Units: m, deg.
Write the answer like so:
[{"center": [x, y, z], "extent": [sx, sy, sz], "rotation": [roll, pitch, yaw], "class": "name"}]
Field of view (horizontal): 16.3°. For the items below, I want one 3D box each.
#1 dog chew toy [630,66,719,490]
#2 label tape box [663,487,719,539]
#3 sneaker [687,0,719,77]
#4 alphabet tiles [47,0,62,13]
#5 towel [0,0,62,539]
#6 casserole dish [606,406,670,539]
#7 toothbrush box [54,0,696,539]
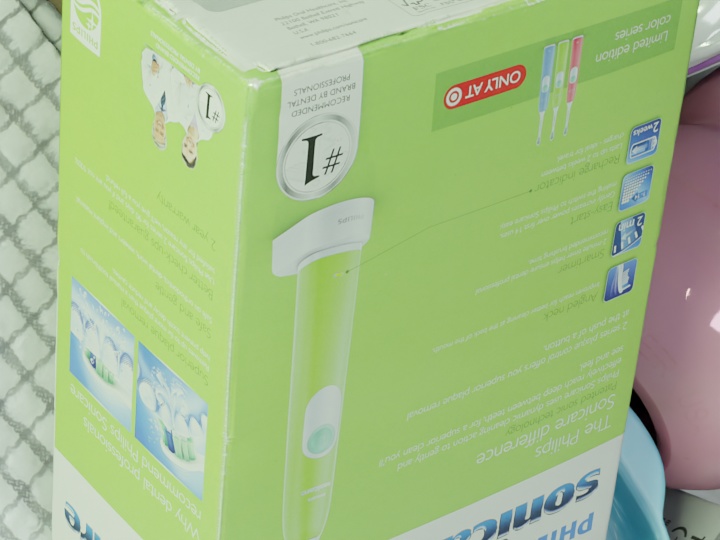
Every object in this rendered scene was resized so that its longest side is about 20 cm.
[{"center": [0.144, -0.017, 0.860], "extent": [0.200, 0.124, 0.125], "rotation": [-41, 112, -25], "class": "dog chew toy"}, {"center": [0.155, 0.146, 0.837], "extent": [0.143, 0.200, 0.066], "rotation": [42, 81, -23], "class": "label tape box"}, {"center": [0.142, -0.153, 0.873], "extent": [0.100, 0.075, 0.200], "rotation": [41, 74, -11], "class": "sneaker"}, {"center": [-0.059, -0.039, 0.820], "extent": [0.200, 0.006, 0.166], "rotation": [-46, 113, -12], "class": "alphabet tiles"}, {"center": [-0.138, -0.001, 0.740], "extent": [0.166, 0.086, 0.200], "rotation": [-48, 117, -17], "class": "towel"}, {"center": [0.008, 0.105, 0.819], "extent": [0.200, 0.039, 0.121], "rotation": [-34, 89, 1], "class": "casserole dish"}, {"center": [0.000, 0.000, 0.679], "extent": [0.145, 0.086, 0.200], "rotation": [-20, 130, -32], "class": "toothbrush box"}]
